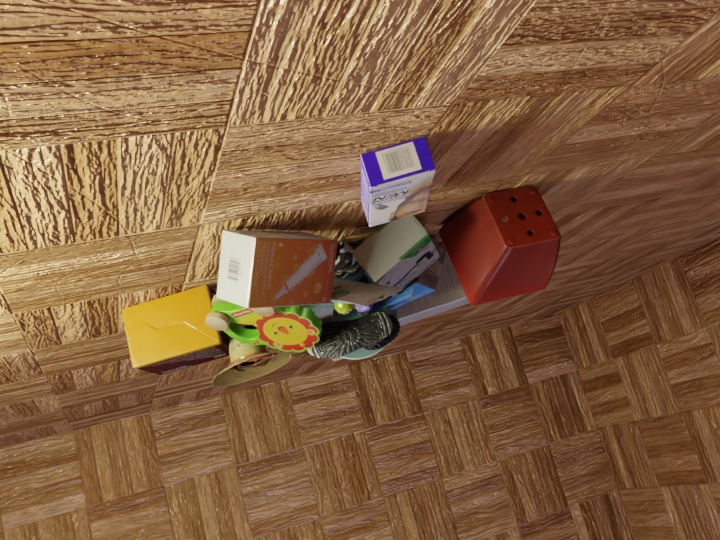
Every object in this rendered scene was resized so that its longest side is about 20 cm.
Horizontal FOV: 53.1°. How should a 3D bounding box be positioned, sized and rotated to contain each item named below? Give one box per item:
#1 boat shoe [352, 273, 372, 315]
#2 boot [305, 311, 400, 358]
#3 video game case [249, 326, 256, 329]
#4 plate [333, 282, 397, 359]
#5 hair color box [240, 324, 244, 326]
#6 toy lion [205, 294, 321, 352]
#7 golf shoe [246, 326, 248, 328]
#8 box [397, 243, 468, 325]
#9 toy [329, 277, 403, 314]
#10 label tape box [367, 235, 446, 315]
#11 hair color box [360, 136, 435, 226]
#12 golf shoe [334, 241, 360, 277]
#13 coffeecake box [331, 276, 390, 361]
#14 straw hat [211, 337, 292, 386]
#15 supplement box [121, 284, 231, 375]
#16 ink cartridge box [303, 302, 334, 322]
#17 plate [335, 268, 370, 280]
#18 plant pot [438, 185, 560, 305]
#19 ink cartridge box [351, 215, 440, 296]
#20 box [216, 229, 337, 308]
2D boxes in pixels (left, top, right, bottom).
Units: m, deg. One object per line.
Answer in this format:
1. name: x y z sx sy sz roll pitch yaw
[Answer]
1. boat shoe: 0.008 0.050 1.572 0.084 0.069 0.200 -40 176 8
2. boot: -0.014 0.149 1.626 0.209 0.080 0.158 -12 173 5
3. video game case: -0.197 0.114 1.777 0.181 0.023 0.200 -17 -158 2
4. plate: -0.008 0.120 1.736 0.199 0.202 0.026 -16 155 1
5. hair color box: -0.195 0.064 1.632 0.198 0.065 0.110 -6 148 -19
6. toy lion: -0.187 0.109 1.481 0.199 0.069 0.192 -17 133 29
7. golf shoe: -0.203 0.084 1.738 0.198 0.093 0.073 -15 165 -12
8. box: 0.162 0.036 1.833 0.198 0.153 0.106 -18 166 11
9. toy: -0.026 0.056 1.416 0.199 0.048 0.115 12 -156 41
10. label tape box: 0.110 0.028 1.677 0.063 0.201 0.144 42 134 -22
11. hair color box: 0.058 -0.142 1.197 0.108 0.065 0.200 -16 168 -3
12. golf shoe: -0.102 -0.017 1.529 0.199 0.078 0.095 -20 148 12
13. coffeecake box: -0.024 0.108 1.803 0.152 0.202 0.073 -16 167 1
14. straw hat: -0.250 0.181 1.600 0.200 0.086 0.201 -20 163 -6
15. supplement box: -0.404 0.142 1.641 0.196 0.134 0.200 -16 166 0
16. ink cartridge box: -0.146 0.115 1.601 0.159 0.050 0.201 -5 143 -11
17. plate: 0.000 0.000 1.663 0.199 0.026 0.200 -34 168 -8
18. plant pot: 0.313 -0.070 1.546 0.198 0.201 0.177 -11 153 -19
19. ink cartridge box: 0.080 -0.033 1.511 0.146 0.083 0.200 -41 163 3
20. box: -0.149 -0.005 1.311 0.097 0.126 0.199 14 -170 42
